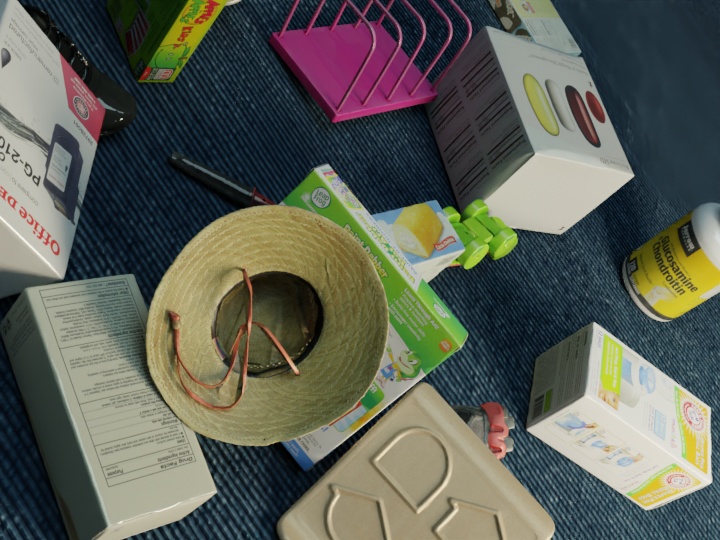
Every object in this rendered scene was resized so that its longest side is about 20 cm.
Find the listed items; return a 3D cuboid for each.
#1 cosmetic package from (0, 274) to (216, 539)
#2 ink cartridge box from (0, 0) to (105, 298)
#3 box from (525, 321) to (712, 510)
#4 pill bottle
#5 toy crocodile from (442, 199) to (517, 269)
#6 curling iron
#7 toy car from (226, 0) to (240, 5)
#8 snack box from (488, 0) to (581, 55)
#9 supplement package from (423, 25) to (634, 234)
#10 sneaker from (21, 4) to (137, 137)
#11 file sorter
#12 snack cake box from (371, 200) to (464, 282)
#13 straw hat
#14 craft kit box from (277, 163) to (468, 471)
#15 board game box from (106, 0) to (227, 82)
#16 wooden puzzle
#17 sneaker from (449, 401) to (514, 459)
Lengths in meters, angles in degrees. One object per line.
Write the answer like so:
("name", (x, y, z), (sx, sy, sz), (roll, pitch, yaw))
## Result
("cosmetic package", (-0.205, 0.111, 0.795), (0.104, 0.071, 0.202), (-7, 66, -43))
("ink cartridge box", (-0.298, -0.100, 0.813), (0.145, 0.083, 0.202), (56, 27, -48))
("box", (0.304, 0.173, 1.152), (0.199, 0.101, 0.113), (35, 45, -15))
("pill bottle", (0.465, -0.022, 1.350), (0.111, 0.200, 0.113), (21, 48, -26))
("toy crocodile", (0.126, -0.035, 1.160), (0.068, 0.062, 0.199), (45, 30, 18))
("curling iron", (-0.109, -0.069, 1.029), (0.199, 0.026, 0.050), (34, 19, -12))
("toy car", (-0.163, -0.407, 1.098), (0.199, 0.175, 0.151), (37, 78, -12))
("snack box", (0.264, -0.419, 1.584), (0.115, 0.037, 0.202), (-13, 70, -44))
("supplement package", (0.216, -0.178, 1.293), (0.190, 0.147, 0.202), (5, 57, -37))
("sneaker", (-0.297, -0.193, 0.921), (0.198, 0.091, 0.077), (23, 46, -27))
("file sorter", (0.020, -0.289, 1.210), (0.199, 0.126, 0.139), (-21, 66, -45))
("snack cake box", (0.000, 0.000, 1.012), (0.199, 0.115, 0.068), (-17, 71, -45))
("straw hat", (-0.079, 0.043, 0.829), (0.198, 0.085, 0.204), (0, 93, -5))
("craft kit box", (-0.040, 0.044, 0.889), (0.201, 0.197, 0.048), (50, 23, 1))
("board game box", (-0.185, -0.294, 1.002), (0.047, 0.200, 0.102), (-10, 67, -43))
("wooden puzzle", (0.050, 0.234, 0.901), (0.200, 0.046, 0.185), (-41, 84, -18))
("sneaker", (0.096, 0.223, 0.971), (0.097, 0.071, 0.203), (12, 63, -12))
